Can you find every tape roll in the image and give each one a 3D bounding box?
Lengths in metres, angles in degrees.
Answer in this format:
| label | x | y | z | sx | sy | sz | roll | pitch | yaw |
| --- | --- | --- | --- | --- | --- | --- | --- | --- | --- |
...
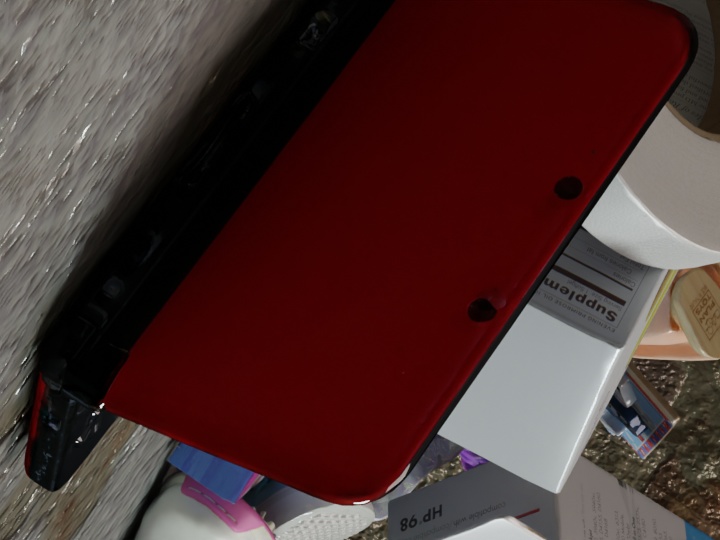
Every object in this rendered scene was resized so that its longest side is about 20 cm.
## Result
| label | x | y | z | sx | sy | sz | roll | pitch | yaw |
| --- | --- | --- | --- | --- | --- | --- | --- | --- | --- |
| tape roll | 0.125 | -0.101 | 1.204 | 0.037 | 0.203 | 0.203 | -11 | -150 | 43 |

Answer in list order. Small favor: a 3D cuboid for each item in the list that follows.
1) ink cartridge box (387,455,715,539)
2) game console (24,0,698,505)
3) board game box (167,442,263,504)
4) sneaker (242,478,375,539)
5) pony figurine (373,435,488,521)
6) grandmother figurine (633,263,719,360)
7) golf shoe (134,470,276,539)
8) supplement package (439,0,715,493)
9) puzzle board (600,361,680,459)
| label | x | y | z | sx | sy | sz | roll | pitch | yaw |
| --- | --- | --- | --- | --- | --- | --- | --- | --- | --- |
| ink cartridge box | 0.095 | 0.155 | 1.603 | 0.116 | 0.200 | 0.067 | -24 | -130 | 33 |
| game console | -0.004 | -0.003 | 0.968 | 0.200 | 0.118 | 0.172 | -53 | 174 | -24 |
| board game box | 0.000 | 0.000 | 1.443 | 0.199 | 0.043 | 0.200 | -59 | 174 | 17 |
| sneaker | -0.048 | 0.108 | 1.542 | 0.074 | 0.082 | 0.200 | -15 | 173 | -17 |
| pony figurine | 0.045 | 0.066 | 1.637 | 0.167 | 0.192 | 0.200 | -54 | 154 | -28 |
| grandmother figurine | 0.094 | 0.021 | 1.426 | 0.200 | 0.061 | 0.121 | -7 | -151 | 47 |
| golf shoe | -0.093 | 0.166 | 1.465 | 0.092 | 0.075 | 0.200 | -49 | 171 | -29 |
| supplement package | 0.087 | -0.026 | 1.285 | 0.200 | 0.109 | 0.114 | -58 | 171 | -37 |
| puzzle board | 0.101 | 0.023 | 1.692 | 0.017 | 0.200 | 0.151 | -41 | 173 | -7 |
